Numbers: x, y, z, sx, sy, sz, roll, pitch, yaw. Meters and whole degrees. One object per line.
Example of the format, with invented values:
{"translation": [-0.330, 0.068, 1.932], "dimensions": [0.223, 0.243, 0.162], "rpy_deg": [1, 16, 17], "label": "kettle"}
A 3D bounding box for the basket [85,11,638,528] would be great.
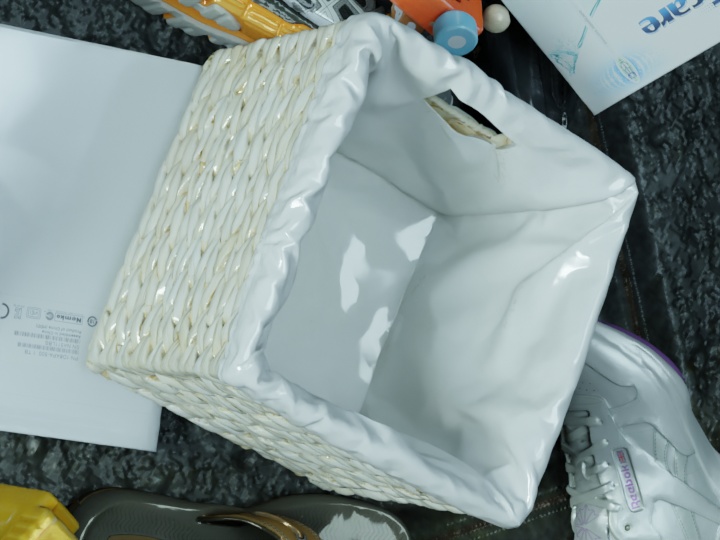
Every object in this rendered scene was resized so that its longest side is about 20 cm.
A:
{"translation": [0.000, 0.000, 1.421], "dimensions": [0.198, 0.161, 0.200], "rpy_deg": [30, 74, -34], "label": "basket"}

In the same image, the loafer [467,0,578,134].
{"translation": [0.095, -0.105, 1.540], "dimensions": [0.070, 0.068, 0.201], "rpy_deg": [-10, 89, -22], "label": "loafer"}

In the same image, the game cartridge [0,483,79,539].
{"translation": [-0.229, 0.176, 1.305], "dimensions": [0.032, 0.176, 0.200], "rpy_deg": [48, 69, -19], "label": "game cartridge"}

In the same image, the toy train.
{"translation": [0.005, -0.200, 1.475], "dimensions": [0.150, 0.056, 0.200], "rpy_deg": [31, 39, -38], "label": "toy train"}

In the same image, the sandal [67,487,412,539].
{"translation": [-0.059, 0.149, 1.463], "dimensions": [0.200, 0.055, 0.082], "rpy_deg": [12, 84, -27], "label": "sandal"}

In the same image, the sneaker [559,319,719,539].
{"translation": [0.146, 0.106, 1.560], "dimensions": [0.100, 0.075, 0.200], "rpy_deg": [-45, 109, -22], "label": "sneaker"}

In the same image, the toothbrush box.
{"translation": [0.124, -0.203, 1.447], "dimensions": [0.200, 0.146, 0.085], "rpy_deg": [50, 37, -15], "label": "toothbrush box"}

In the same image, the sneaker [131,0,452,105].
{"translation": [-0.030, -0.141, 1.473], "dimensions": [0.200, 0.078, 0.077], "rpy_deg": [30, 70, -24], "label": "sneaker"}

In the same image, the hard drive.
{"translation": [-0.153, -0.016, 1.432], "dimensions": [0.132, 0.025, 0.200], "rpy_deg": [10, 85, -28], "label": "hard drive"}
